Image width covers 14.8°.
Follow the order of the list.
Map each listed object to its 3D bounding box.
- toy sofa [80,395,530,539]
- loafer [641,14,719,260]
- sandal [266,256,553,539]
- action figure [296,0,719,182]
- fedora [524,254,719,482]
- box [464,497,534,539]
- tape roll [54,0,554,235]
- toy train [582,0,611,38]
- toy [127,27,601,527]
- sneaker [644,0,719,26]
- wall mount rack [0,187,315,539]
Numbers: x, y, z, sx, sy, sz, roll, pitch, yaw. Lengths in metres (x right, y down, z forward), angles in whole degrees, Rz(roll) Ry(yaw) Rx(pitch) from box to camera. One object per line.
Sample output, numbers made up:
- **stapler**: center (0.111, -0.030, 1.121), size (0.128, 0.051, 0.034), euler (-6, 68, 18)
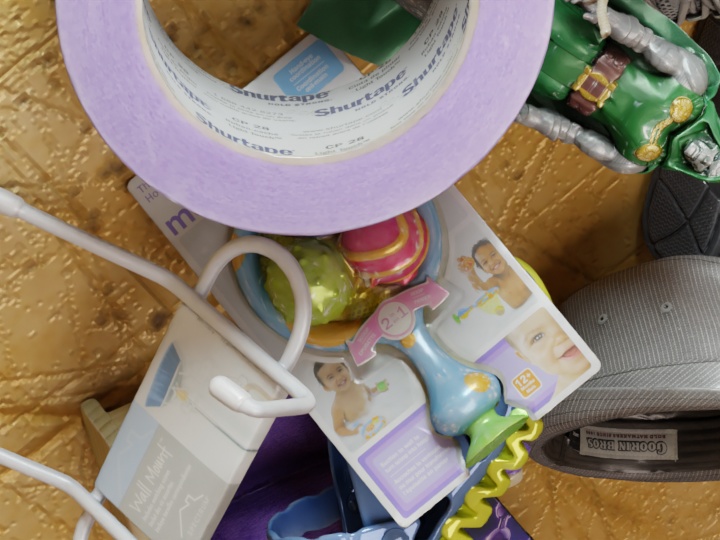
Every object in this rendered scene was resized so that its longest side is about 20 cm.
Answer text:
- **toy sofa**: center (-0.023, 0.079, 1.316), size (0.200, 0.098, 0.083), euler (-24, 131, -15)
- **loafer**: center (0.200, -0.087, 1.364), size (0.063, 0.072, 0.200), euler (-13, 136, -41)
- **sandal**: center (0.023, 0.082, 1.261), size (0.087, 0.079, 0.200), euler (25, 89, -20)
- **action figure**: center (0.085, -0.098, 1.220), size (0.200, 0.055, 0.118), euler (32, 116, -7)
- **fedora**: center (0.171, 0.047, 1.369), size (0.177, 0.200, 0.090), euler (20, 66, -48)
- **box**: center (0.001, 0.188, 1.424), size (0.200, 0.079, 0.141), euler (-40, 131, 0)
- **tape roll**: center (-0.025, -0.121, 1.128), size (0.200, 0.085, 0.200), euler (-2, 112, -5)
- **toy train**: center (0.101, -0.195, 1.141), size (0.085, 0.200, 0.116), euler (-8, 122, 15)
- **toy**: center (0.000, 0.000, 1.215), size (0.115, 0.200, 0.047), euler (-39, 174, -2)
- **sneaker**: center (0.139, -0.129, 1.254), size (0.200, 0.116, 0.075), euler (-34, 133, -7)
- **wall mount rack**: center (-0.113, 0.058, 1.212), size (0.075, 0.174, 0.200), euler (-1, 124, -54)
